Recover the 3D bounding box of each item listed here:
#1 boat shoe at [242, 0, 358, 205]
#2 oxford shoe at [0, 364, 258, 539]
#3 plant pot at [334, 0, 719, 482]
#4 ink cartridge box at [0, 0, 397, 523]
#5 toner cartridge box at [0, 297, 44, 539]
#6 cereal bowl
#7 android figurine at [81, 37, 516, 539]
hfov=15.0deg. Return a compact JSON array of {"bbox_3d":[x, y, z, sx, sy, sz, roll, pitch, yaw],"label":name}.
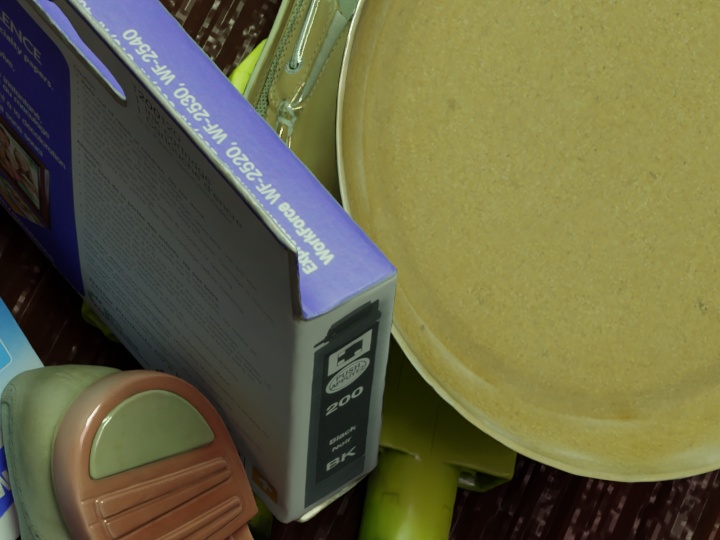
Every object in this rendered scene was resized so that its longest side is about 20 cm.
[{"bbox_3d":[0.002,-0.064,0.884,0.072,0.076,0.200,12,74,-16],"label":"boat shoe"},{"bbox_3d":[-0.058,0.116,0.851,0.071,0.074,0.200,-25,113,-32],"label":"oxford shoe"},{"bbox_3d":[0.079,-0.038,0.808,0.200,0.027,0.200,0,89,-24],"label":"plant pot"},{"bbox_3d":[-0.067,-0.040,0.783,0.043,0.200,0.198,-37,72,-17],"label":"ink cartridge box"},{"bbox_3d":[-0.180,0.083,0.822,0.200,0.043,0.095,-43,123,-24],"label":"toner cartridge box"},{"bbox_3d":[0.102,-0.046,0.897,0.200,0.083,0.200,-2,92,-55],"label":"cereal bowl"},{"bbox_3d":[0.000,0.000,0.930,0.182,0.041,0.200,13,71,-14],"label":"android figurine"}]
